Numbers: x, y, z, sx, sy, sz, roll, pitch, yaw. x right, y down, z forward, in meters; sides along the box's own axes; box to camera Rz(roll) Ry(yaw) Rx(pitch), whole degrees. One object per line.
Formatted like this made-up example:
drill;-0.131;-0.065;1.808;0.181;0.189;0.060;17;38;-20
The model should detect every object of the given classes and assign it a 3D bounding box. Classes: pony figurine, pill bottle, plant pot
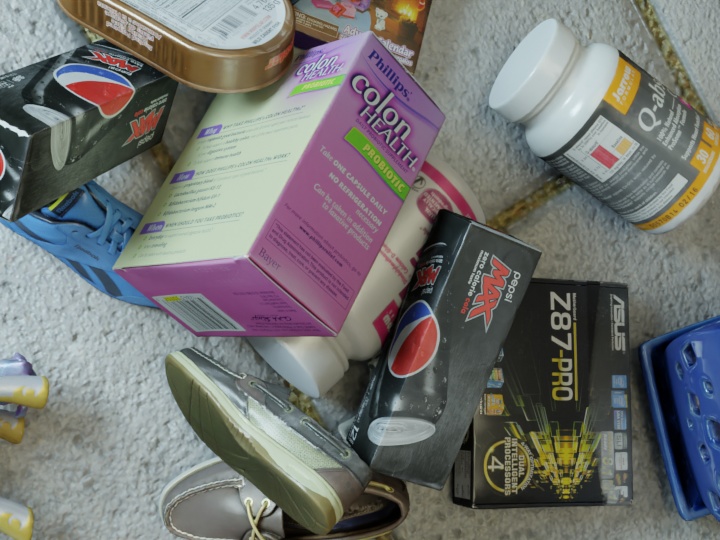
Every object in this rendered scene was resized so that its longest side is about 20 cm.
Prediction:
pony figurine;-0.325;0.105;0.769;0.199;0.166;0.195;7;91;-35
pill bottle;0.221;-0.129;0.993;0.199;0.116;0.117;33;75;-15
pill bottle;0.000;0.000;0.902;0.113;0.113;0.200;47;73;-10
plant pot;0.373;0.123;0.992;0.199;0.180;0.201;-15;90;-20

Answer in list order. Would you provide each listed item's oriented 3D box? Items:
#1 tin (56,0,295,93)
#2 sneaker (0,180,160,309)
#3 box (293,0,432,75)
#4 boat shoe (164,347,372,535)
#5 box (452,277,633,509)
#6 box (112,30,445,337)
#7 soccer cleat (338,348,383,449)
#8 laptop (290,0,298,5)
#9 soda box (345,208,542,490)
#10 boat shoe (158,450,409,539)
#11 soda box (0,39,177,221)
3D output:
tin;-0.138;-0.203;0.829;0.199;0.042;0.112;30;47;13
sneaker;-0.202;-0.029;0.851;0.199;0.078;0.066;31;74;-16
box;-0.032;-0.259;0.952;0.199;0.039;0.138;17;79;-18
boat shoe;-0.072;0.120;0.850;0.066;0.200;0.072;-31;141;-31
box;0.161;0.108;0.986;0.160;0.049;0.202;4;82;-21
box;-0.061;-0.058;0.826;0.097;0.175;0.201;42;61;-32
soccer cleat;0.053;0.071;0.911;0.085;0.069;0.201;23;100;-41
laptop;-0.066;-0.317;0.919;0.178;0.103;0.200;55;46;-7
soda box;0.061;0.060;0.846;0.070;0.063;0.201;19;96;-21
boat shoe;-0.060;0.185;0.871;0.198;0.060;0.072;-3;105;-6
soda box;-0.208;-0.107;0.788;0.063;0.200;0.071;28;119;8
